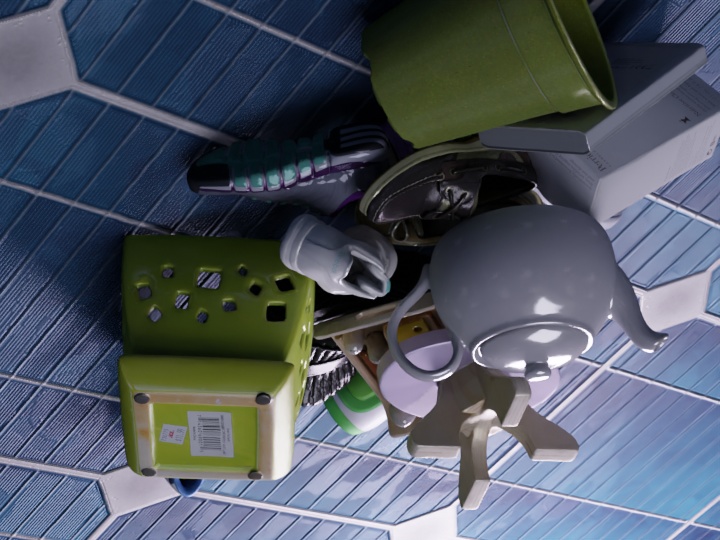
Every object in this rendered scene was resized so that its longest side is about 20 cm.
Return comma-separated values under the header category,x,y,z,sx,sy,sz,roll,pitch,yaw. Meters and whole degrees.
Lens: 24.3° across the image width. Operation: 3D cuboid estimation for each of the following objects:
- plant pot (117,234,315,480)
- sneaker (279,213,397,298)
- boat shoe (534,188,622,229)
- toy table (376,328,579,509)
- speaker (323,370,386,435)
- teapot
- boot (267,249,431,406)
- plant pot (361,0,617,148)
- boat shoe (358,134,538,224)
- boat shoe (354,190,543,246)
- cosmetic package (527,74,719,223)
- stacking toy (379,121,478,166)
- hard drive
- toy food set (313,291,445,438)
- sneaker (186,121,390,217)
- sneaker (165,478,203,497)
category,x,y,z,sx,sy,sz,roll,pitch,yaw
plant pot,-0.147,0.097,1.677,0.197,0.183,0.201,3,137,-2
sneaker,0.000,0.000,1.630,0.200,0.088,0.076,11,105,-64
boat shoe,0.224,-0.100,1.789,0.199,0.072,0.062,21,122,-42
toy table,0.123,0.145,1.725,0.198,0.118,0.185,-5,135,-10
speaker,0.051,0.105,1.926,0.199,0.089,0.088,-36,142,15
teapot,0.157,0.037,1.615,0.196,0.148,0.199,15,150,-37
boot,-0.005,0.064,1.847,0.209,0.080,0.159,-10,135,-3
plant pot,0.108,-0.203,1.521,0.189,0.202,0.200,-23,145,17
boat shoe,0.090,-0.081,1.590,0.199,0.065,0.073,-22,155,-30
boat shoe,0.084,-0.060,1.695,0.199,0.074,0.063,4,180,20
cosmetic package,0.263,-0.136,1.686,0.199,0.113,0.082,-30,149,-32
stacking toy,0.100,-0.134,1.673,0.198,0.086,0.086,-22,144,-11
hard drive,0.222,-0.168,1.597,0.200,0.131,0.026,-36,120,-36
toy food set,0.056,0.104,1.782,0.142,0.061,0.200,-16,138,19
sneaker,-0.065,-0.078,1.601,0.198,0.075,0.088,-8,125,9
sneaker,-0.162,0.175,1.894,0.073,0.083,0.200,14,127,-38
